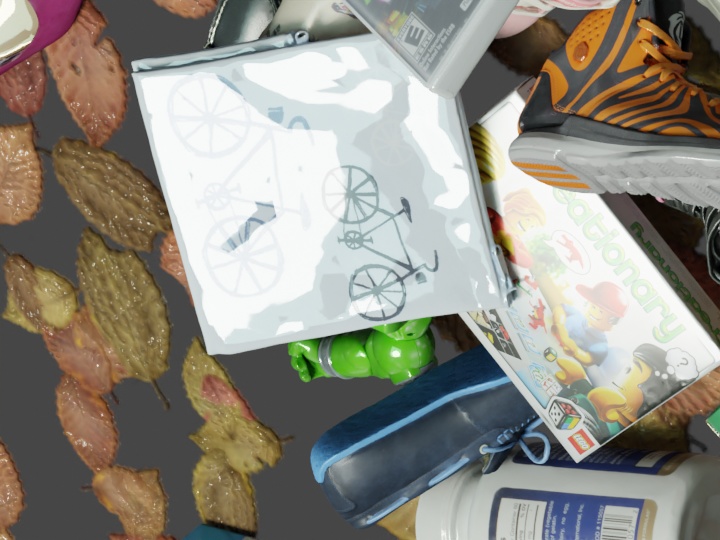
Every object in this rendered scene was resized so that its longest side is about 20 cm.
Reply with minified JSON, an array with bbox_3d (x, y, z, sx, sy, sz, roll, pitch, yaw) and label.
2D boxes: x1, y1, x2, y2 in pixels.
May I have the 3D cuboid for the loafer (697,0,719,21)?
[{"bbox_3d":[0.218,-0.162,1.500,0.070,0.070,0.200,-37,82,4],"label":"loafer"}]

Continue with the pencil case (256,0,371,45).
[{"bbox_3d":[-0.024,-0.139,1.640,0.078,0.089,0.200,29,111,-4],"label":"pencil case"}]

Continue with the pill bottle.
[{"bbox_3d":[0.138,0.165,1.726,0.200,0.111,0.111,2,117,37],"label":"pill bottle"}]

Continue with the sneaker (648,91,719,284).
[{"bbox_3d":[0.201,-0.043,1.555,0.200,0.099,0.071,17,128,31],"label":"sneaker"}]

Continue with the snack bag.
[{"bbox_3d":[-0.021,-0.052,1.613,0.199,0.021,0.189,-9,109,15],"label":"snack bag"}]

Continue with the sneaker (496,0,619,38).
[{"bbox_3d":[0.097,-0.170,1.532,0.200,0.075,0.105,119,150,-52],"label":"sneaker"}]

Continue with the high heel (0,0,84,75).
[{"bbox_3d":[-0.257,-0.155,1.844,0.067,0.096,0.200,49,135,2],"label":"high heel"}]

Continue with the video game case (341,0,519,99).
[{"bbox_3d":[0.054,-0.220,1.496,0.200,0.023,0.182,-56,43,15],"label":"video game case"}]

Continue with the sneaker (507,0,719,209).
[{"bbox_3d":[0.174,-0.099,1.502,0.200,0.112,0.078,9,165,37],"label":"sneaker"}]

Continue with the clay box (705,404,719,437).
[{"bbox_3d":[0.273,0.037,1.539,0.048,0.115,0.200,47,134,5],"label":"clay box"}]

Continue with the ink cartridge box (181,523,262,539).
[{"bbox_3d":[-0.063,0.294,1.938,0.200,0.146,0.147,10,123,33],"label":"ink cartridge box"}]

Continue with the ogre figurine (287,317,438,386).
[{"bbox_3d":[0.000,0.000,1.740,0.120,0.098,0.200,26,113,33],"label":"ogre figurine"}]

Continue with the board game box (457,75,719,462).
[{"bbox_3d":[0.116,0.001,1.622,0.126,0.035,0.200,-39,91,33],"label":"board game box"}]

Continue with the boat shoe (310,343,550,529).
[{"bbox_3d":[0.068,0.095,1.715,0.200,0.084,0.069,-24,108,5],"label":"boat shoe"}]

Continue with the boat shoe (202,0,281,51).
[{"bbox_3d":[-0.076,-0.108,1.758,0.075,0.060,0.200,24,129,25],"label":"boat shoe"}]
